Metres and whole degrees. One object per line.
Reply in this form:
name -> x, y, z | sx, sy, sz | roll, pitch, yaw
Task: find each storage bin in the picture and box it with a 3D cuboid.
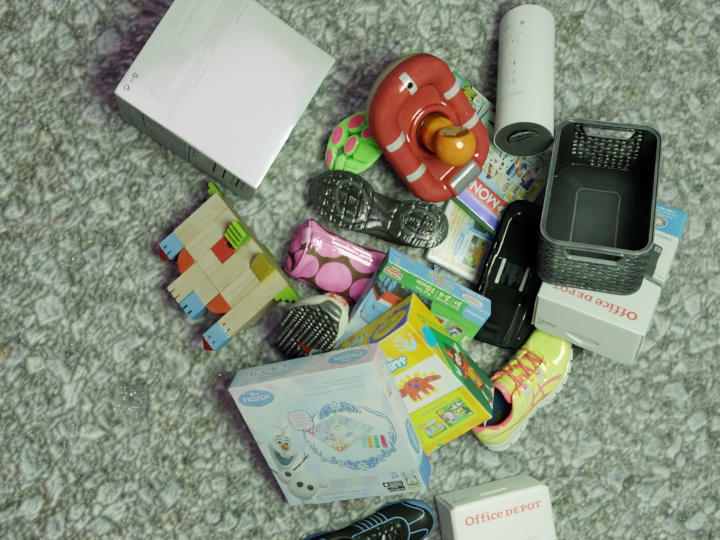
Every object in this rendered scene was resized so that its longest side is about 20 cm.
storage bin -> 0.303, -0.084, 1.056 | 0.132, 0.094, 0.203 | 8, 58, 14

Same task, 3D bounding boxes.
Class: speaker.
speaker -> 0.224, -0.259, 1.130 | 0.079, 0.081, 0.204 | 13, 63, -11

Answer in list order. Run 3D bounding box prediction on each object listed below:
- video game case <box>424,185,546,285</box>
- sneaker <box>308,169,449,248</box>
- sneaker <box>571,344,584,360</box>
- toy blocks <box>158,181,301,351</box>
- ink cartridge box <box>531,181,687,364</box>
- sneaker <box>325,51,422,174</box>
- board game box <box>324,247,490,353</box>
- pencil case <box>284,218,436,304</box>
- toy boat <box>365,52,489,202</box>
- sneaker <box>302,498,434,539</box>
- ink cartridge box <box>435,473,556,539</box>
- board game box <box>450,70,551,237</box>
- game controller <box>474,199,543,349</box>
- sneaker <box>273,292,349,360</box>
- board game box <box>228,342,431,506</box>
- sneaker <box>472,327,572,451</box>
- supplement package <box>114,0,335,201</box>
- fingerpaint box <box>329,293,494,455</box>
video game case -> 0.207, -0.072, 1.185 | 0.179, 0.024, 0.203 | 25, 84, -10
sneaker -> 0.022, -0.071, 1.117 | 0.197, 0.091, 0.077 | 24, 84, 7
sneaker -> 0.308, 0.037, 1.187 | 0.200, 0.060, 0.105 | -44, 96, -14
toy blocks -> -0.184, 0.006, 1.065 | 0.136, 0.100, 0.201 | -39, 82, 2
ink cartridge box -> 0.331, 0.000, 1.104 | 0.143, 0.084, 0.202 | 21, 63, 19
sneaker -> 0.034, -0.200, 1.122 | 0.200, 0.084, 0.077 | -45, 74, 8
board game box -> 0.055, 0.085, 1.082 | 0.149, 0.037, 0.202 | 26, 123, -9
pencil case -> 0.000, 0.000, 1.101 | 0.196, 0.094, 0.093 | 21, 74, -11
toy boat -> 0.097, -0.169, 1.031 | 0.130, 0.131, 0.201 | -43, 124, -3
sneaker -> 0.014, 0.363, 1.101 | 0.196, 0.078, 0.072 | -17, 92, -12
ink cartridge box -> 0.194, 0.398, 1.136 | 0.143, 0.083, 0.205 | -10, 91, -12
board game box -> 0.162, -0.158, 1.151 | 0.199, 0.029, 0.135 | 40, 81, -4
game controller -> 0.214, 0.008, 1.143 | 0.102, 0.042, 0.204 | 18, 95, -18
sneaker -> -0.049, 0.055, 1.041 | 0.070, 0.200, 0.094 | 38, 63, 0
board game box -> -0.036, 0.196, 1.028 | 0.196, 0.044, 0.202 | -12, 118, 21
sneaker -> 0.216, 0.153, 1.122 | 0.090, 0.078, 0.202 | 29, 92, -52
supplement package -> -0.170, -0.227, 1.044 | 0.198, 0.147, 0.193 | 33, 82, -9
fingerpaint box -> 0.043, 0.153, 1.056 | 0.199, 0.074, 0.167 | -37, 106, 27
